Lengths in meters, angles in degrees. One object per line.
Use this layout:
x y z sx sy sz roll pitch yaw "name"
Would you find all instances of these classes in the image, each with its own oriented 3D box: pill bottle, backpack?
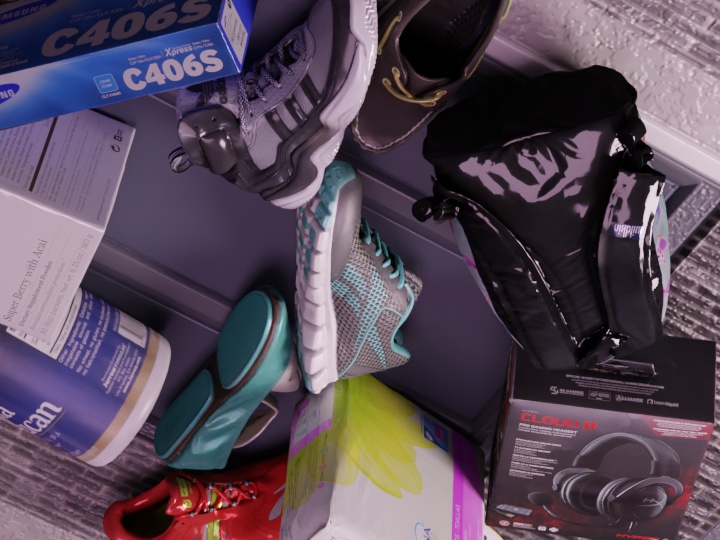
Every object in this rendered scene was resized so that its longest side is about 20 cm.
-0.249 0.052 1.609 0.199 0.111 0.111 31 126 -18 "pill bottle"
0.141 -0.033 1.480 0.166 0.127 0.201 -10 126 19 "backpack"

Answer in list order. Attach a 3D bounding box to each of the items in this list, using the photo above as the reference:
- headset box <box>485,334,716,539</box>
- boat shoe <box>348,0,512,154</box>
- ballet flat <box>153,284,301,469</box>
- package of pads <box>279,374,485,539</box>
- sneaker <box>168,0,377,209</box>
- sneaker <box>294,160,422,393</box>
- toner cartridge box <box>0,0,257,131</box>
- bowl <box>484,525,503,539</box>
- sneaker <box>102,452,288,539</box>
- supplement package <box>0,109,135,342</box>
0.175 0.116 1.607 0.148 0.078 0.200 7 145 1 "headset box"
0.042 -0.147 1.440 0.071 0.061 0.202 23 129 -11 "boat shoe"
-0.086 0.082 1.653 0.070 0.068 0.200 12 135 -28 "ballet flat"
0.017 0.170 1.616 0.154 0.200 0.068 34 120 -20 "package of pads"
-0.063 -0.123 1.451 0.113 0.076 0.200 8 135 -18 "sneaker"
0.000 0.000 1.573 0.091 0.078 0.201 -6 134 -9 "sneaker"
-0.171 -0.150 1.443 0.199 0.095 0.043 -12 126 16 "toner cartridge box"
0.030 0.285 1.779 0.199 0.094 0.202 3 129 4 "bowl"
-0.115 0.187 1.714 0.199 0.077 0.085 -22 144 23 "sneaker"
-0.276 -0.061 1.513 0.199 0.120 0.122 22 130 -11 "supplement package"
